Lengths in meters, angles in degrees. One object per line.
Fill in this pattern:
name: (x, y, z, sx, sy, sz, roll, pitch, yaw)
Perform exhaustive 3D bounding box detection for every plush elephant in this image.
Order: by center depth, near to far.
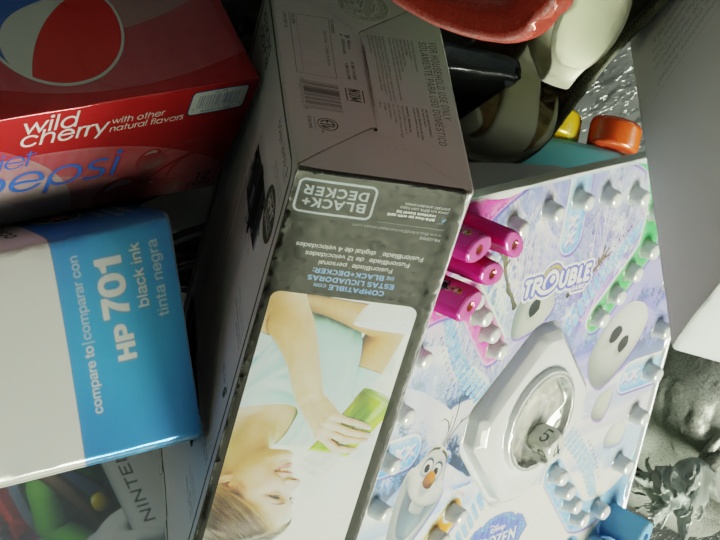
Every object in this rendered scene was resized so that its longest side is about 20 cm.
plush elephant: (0.115, 0.059, 1.306, 0.200, 0.154, 0.165, -46, 137, -54)

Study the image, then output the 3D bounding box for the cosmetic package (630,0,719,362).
cosmetic package: (0.216, -0.054, 0.997, 0.199, 0.200, 0.123, 16, 133, -18)

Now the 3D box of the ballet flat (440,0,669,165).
ballet flat: (0.064, -0.083, 1.039, 0.067, 0.064, 0.200, 18, 137, -18)

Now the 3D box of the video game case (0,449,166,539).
video game case: (-0.169, 0.084, 1.014, 0.200, 0.182, 0.023, -14, 147, -25)

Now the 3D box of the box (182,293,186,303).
box: (-0.086, 0.131, 1.171, 0.200, 0.199, 0.171, -3, 148, -41)

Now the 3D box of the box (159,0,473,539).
box: (-0.021, 0.013, 0.945, 0.060, 0.117, 0.200, 8, 126, -13)

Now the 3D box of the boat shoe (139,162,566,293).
boat shoe: (0.000, 0.000, 1.049, 0.200, 0.068, 0.072, -2, 162, -28)

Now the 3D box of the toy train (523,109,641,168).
toy train: (0.048, 0.016, 1.145, 0.200, 0.150, 0.056, -26, 172, -10)

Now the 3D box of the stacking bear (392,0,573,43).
stacking bear: (0.084, -0.151, 0.879, 0.200, 0.114, 0.122, -16, 114, -46)

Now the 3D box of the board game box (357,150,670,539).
board game box: (0.069, 0.057, 1.035, 0.200, 0.026, 0.200, -14, 123, -50)

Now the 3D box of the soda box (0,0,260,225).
soda box: (-0.139, -0.056, 0.895, 0.200, 0.070, 0.063, -12, 150, -30)

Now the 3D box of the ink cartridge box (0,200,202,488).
ink cartridge box: (-0.176, 0.031, 0.938, 0.200, 0.086, 0.146, -12, -168, -26)

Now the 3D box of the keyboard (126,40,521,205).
keyboard: (-0.037, -0.052, 1.044, 0.104, 0.040, 0.200, 3, 155, -41)
